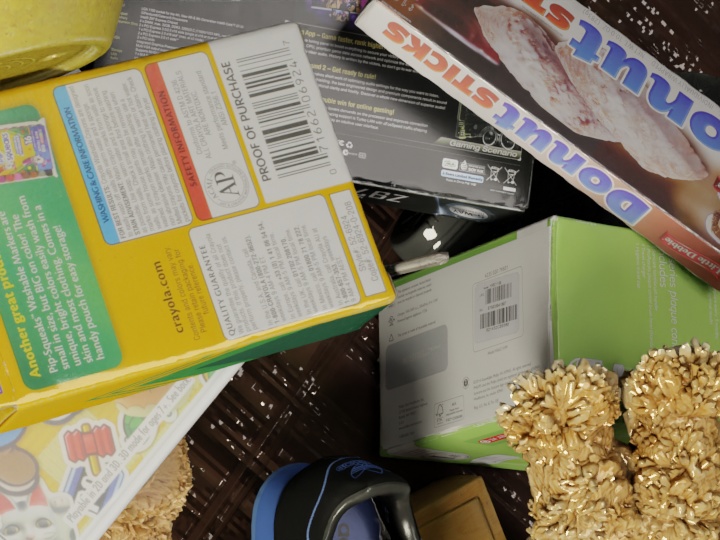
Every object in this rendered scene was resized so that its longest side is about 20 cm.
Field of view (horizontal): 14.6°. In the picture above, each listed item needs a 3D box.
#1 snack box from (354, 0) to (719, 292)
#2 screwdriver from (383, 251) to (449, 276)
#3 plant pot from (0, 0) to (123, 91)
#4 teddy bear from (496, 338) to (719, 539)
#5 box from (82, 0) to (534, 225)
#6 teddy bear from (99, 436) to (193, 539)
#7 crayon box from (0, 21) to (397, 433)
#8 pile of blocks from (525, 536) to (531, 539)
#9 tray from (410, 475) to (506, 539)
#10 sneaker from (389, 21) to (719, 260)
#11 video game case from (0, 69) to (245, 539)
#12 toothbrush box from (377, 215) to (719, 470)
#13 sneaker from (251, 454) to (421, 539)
[{"bbox_3d":[0.095,-0.074,1.206,0.200,0.024,0.072,36,51,-6],"label":"snack box"},{"bbox_3d":[0.000,0.000,1.180,0.029,0.200,0.028,33,77,-8],"label":"screwdriver"},{"bbox_3d":[-0.165,-0.139,1.080,0.200,0.200,0.142,-15,87,-31],"label":"plant pot"},{"bbox_3d":[0.111,0.120,1.156,0.145,0.067,0.200,3,113,-25],"label":"teddy bear"},{"bbox_3d":[-0.016,-0.116,1.233,0.200,0.044,0.160,9,80,-12],"label":"box"},{"bbox_3d":[-0.172,0.087,1.153,0.200,0.067,0.145,-24,88,-25],"label":"teddy bear"},{"bbox_3d":[-0.101,-0.015,1.120,0.200,0.052,0.126,-15,80,-25],"label":"crayon box"},{"bbox_3d":[0.116,0.212,1.279,0.082,0.062,0.200,-28,116,-30],"label":"pile of blocks"},{"bbox_3d":[-0.012,0.177,1.250,0.200,0.037,0.099,-26,99,-29],"label":"tray"},{"bbox_3d":[0.108,-0.041,1.326,0.104,0.060,0.200,50,60,-13],"label":"sneaker"},{"bbox_3d":[-0.146,0.015,1.134,0.182,0.023,0.200,41,65,-5],"label":"video game case"},{"bbox_3d":[0.128,0.043,1.277,0.200,0.146,0.086,9,73,-29],"label":"toothbrush box"},{"bbox_3d":[-0.002,0.179,1.190,0.070,0.078,0.200,-7,89,-31],"label":"sneaker"}]
